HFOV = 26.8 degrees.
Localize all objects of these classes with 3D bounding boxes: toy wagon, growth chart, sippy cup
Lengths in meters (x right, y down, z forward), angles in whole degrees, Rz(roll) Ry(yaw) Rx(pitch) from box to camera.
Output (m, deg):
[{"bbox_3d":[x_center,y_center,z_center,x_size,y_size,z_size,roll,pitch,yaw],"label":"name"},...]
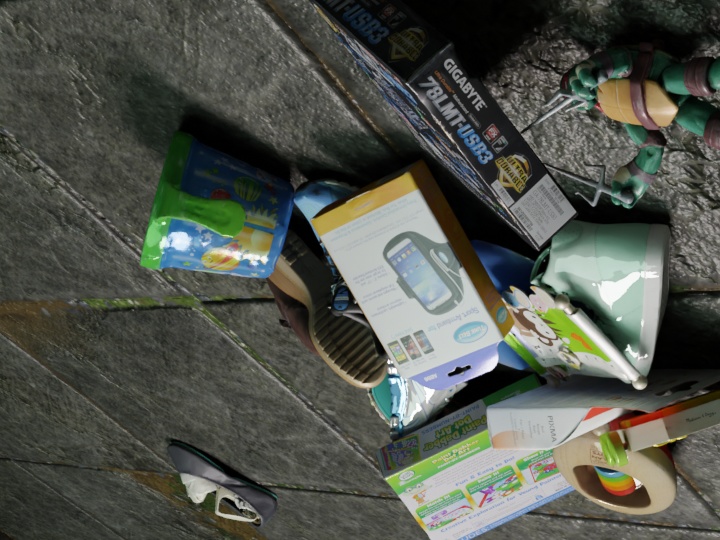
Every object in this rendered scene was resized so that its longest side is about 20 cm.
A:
[{"bbox_3d":[0.308,0.148,1.463,0.154,0.040,0.200,-18,173,1],"label":"toy wagon"},{"bbox_3d":[0.179,0.063,1.397,0.145,0.018,0.200,41,165,-15],"label":"growth chart"},{"bbox_3d":[-0.135,-0.054,1.467,0.129,0.178,0.140,15,127,-5],"label":"sippy cup"}]

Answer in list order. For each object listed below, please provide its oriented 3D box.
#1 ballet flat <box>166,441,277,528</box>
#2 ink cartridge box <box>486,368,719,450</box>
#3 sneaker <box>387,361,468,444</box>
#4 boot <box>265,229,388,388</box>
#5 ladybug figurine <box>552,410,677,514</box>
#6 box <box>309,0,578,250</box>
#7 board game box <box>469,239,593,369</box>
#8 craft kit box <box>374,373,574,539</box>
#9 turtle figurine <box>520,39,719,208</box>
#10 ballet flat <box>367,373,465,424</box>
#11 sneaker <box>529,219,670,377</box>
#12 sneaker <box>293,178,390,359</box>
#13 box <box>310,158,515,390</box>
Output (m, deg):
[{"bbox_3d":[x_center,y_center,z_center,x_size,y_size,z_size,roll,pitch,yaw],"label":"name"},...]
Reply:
[{"bbox_3d":[-0.221,0.338,2.336,0.199,0.073,0.073,31,153,-14],"label":"ballet flat"},{"bbox_3d":[0.247,0.135,1.466,0.199,0.162,0.051,-2,100,46],"label":"ink cartridge box"},{"bbox_3d":[0.076,0.134,1.657,0.086,0.075,0.201,4,131,11],"label":"sneaker"},{"bbox_3d":[-0.034,0.057,1.578,0.201,0.072,0.167,56,167,19],"label":"boot"},{"bbox_3d":[0.279,0.200,1.634,0.135,0.072,0.200,11,155,22],"label":"ladybug figurine"},{"bbox_3d":[0.055,-0.129,1.129,0.199,0.050,0.200,49,179,-39],"label":"box"},{"bbox_3d":[0.143,0.021,1.466,0.158,0.039,0.200,39,149,-13],"label":"board game box"},{"bbox_3d":[0.141,0.222,1.704,0.199,0.049,0.198,-26,142,5],"label":"craft kit box"},{"bbox_3d":[0.201,-0.118,1.079,0.199,0.101,0.150,7,155,40],"label":"turtle figurine"},{"bbox_3d":[0.086,0.174,1.771,0.199,0.076,0.064,36,-174,-12],"label":"ballet flat"},{"bbox_3d":[0.214,0.022,1.357,0.117,0.074,0.201,9,142,16],"label":"sneaker"},{"bbox_3d":[0.000,0.000,1.450,0.200,0.090,0.078,53,150,-11],"label":"sneaker"},{"bbox_3d":[0.053,0.011,1.385,0.119,0.041,0.201,-23,104,32],"label":"box"}]
